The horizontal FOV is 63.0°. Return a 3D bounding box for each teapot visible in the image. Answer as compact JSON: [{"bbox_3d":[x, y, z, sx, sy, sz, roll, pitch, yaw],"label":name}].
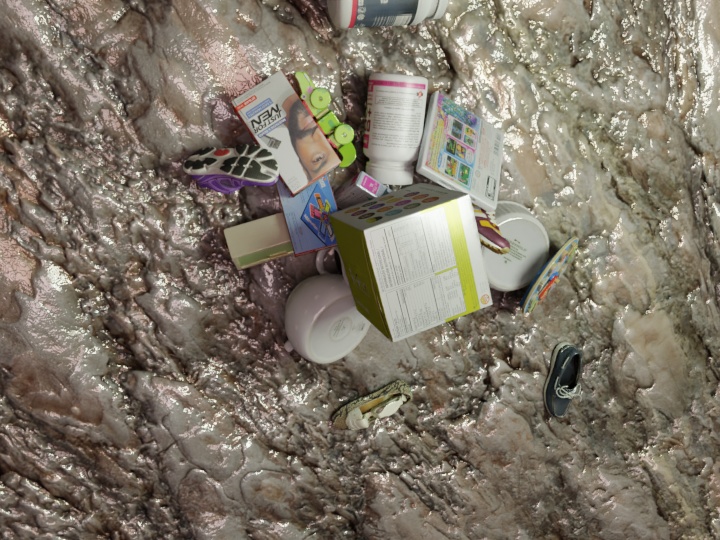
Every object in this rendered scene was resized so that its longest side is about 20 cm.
[{"bbox_3d":[-0.081,0.077,1.198,0.200,0.146,0.198,-39,139,-15],"label":"teapot"}]

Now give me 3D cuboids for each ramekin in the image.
[{"bbox_3d":[0.313,-0.047,1.274,0.201,0.094,0.203,-4,108,-12],"label":"ramekin"}]

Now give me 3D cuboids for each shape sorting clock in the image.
[{"bbox_3d":[0.416,0.013,1.282,0.039,0.200,0.200,38,97,19],"label":"shape sorting clock"}]

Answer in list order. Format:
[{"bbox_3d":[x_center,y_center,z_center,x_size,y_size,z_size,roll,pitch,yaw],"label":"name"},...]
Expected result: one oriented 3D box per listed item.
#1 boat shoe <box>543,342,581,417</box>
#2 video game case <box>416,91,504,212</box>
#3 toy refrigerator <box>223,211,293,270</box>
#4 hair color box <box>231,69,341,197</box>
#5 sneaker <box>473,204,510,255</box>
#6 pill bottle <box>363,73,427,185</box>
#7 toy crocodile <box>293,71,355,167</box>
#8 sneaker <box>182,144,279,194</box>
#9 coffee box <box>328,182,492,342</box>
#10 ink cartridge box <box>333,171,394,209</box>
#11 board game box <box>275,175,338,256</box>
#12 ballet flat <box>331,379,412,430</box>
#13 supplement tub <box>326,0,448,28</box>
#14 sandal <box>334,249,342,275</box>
[{"bbox_3d":[0.502,0.277,1.436,0.075,0.062,0.201,3,107,-16],"label":"boat shoe"},{"bbox_3d":[0.202,-0.236,1.162,0.182,0.024,0.201,25,60,-20],"label":"video game case"},{"bbox_3d":[-0.158,-0.065,1.154,0.199,0.076,0.070,-18,73,-8],"label":"toy refrigerator"},{"bbox_3d":[-0.137,-0.251,1.089,0.111,0.064,0.200,-35,95,-6],"label":"hair color box"},{"bbox_3d":[0.243,-0.115,1.187,0.090,0.200,0.075,-48,144,8],"label":"sneaker"},{"bbox_3d":[0.064,-0.272,1.135,0.113,0.113,0.201,1,106,-13],"label":"pill bottle"},{"bbox_3d":[-0.068,-0.289,1.123,0.062,0.068,0.200,-36,111,0],"label":"toy crocodile"},{"bbox_3d":[-0.228,-0.180,1.082,0.081,0.199,0.084,-64,148,-28],"label":"sneaker"},{"bbox_3d":[0.082,-0.023,1.036,0.197,0.200,0.201,-20,108,-14],"label":"coffee box"},{"bbox_3d":[0.051,-0.117,1.178,0.200,0.119,0.042,32,67,-19],"label":"ink cartridge box"},{"bbox_3d":[-0.102,-0.132,1.128,0.103,0.019,0.201,-15,73,-5],"label":"board game box"},{"bbox_3d":[0.028,0.315,1.329,0.199,0.075,0.068,-26,112,-4],"label":"ballet flat"},{"bbox_3d":[0.045,-0.509,1.042,0.199,0.140,0.141,-8,108,-11],"label":"supplement tub"},{"bbox_3d":[0.000,0.000,1.229,0.055,0.082,0.201,-43,130,-38],"label":"sandal"}]
